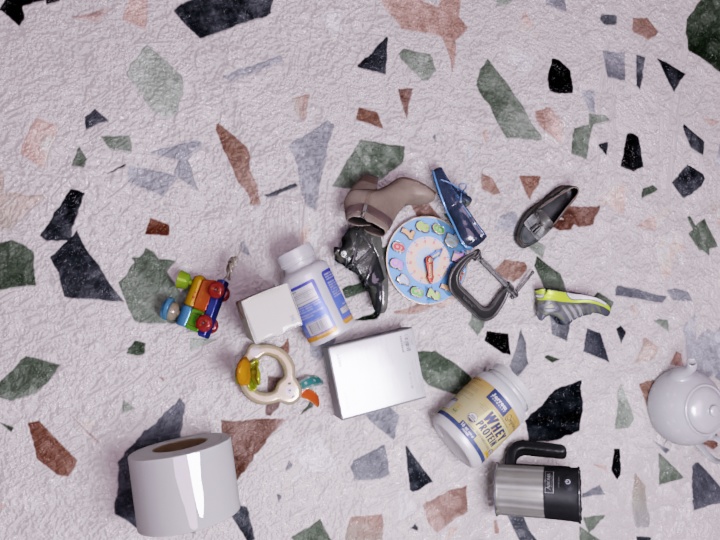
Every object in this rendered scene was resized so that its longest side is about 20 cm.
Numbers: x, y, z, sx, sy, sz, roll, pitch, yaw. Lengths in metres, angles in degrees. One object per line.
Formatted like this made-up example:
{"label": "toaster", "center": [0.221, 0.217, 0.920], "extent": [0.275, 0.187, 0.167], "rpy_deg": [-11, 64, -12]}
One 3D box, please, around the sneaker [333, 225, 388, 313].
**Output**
{"label": "sneaker", "center": [0.000, 0.000, 1.501], "extent": [0.112, 0.076, 0.204], "rpy_deg": [-10, 86, -13]}

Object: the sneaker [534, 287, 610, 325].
{"label": "sneaker", "center": [0.504, 0.093, 1.637], "extent": [0.196, 0.074, 0.083], "rpy_deg": [9, 93, -8]}

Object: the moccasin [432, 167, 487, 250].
{"label": "moccasin", "center": [0.226, -0.147, 1.559], "extent": [0.067, 0.080, 0.203], "rpy_deg": [-25, 84, 9]}

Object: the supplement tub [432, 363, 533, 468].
{"label": "supplement tub", "center": [0.273, 0.318, 1.515], "extent": [0.199, 0.144, 0.145], "rpy_deg": [-40, 96, -14]}

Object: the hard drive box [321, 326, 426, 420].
{"label": "hard drive box", "center": [0.029, 0.221, 1.491], "extent": [0.196, 0.077, 0.159], "rpy_deg": [-11, 89, -16]}

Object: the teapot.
{"label": "teapot", "center": [0.811, 0.338, 1.656], "extent": [0.197, 0.146, 0.201], "rpy_deg": [24, 81, -13]}

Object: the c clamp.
{"label": "c clamp", "center": [0.294, 0.023, 1.584], "extent": [0.199, 0.027, 0.173], "rpy_deg": [34, 87, -26]}

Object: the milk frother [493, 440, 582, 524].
{"label": "milk frother", "center": [0.407, 0.510, 1.551], "extent": [0.184, 0.181, 0.204], "rpy_deg": [-1, 119, 19]}

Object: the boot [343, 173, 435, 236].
{"label": "boot", "center": [0.061, -0.137, 1.500], "extent": [0.196, 0.071, 0.148], "rpy_deg": [11, 52, 3]}

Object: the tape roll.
{"label": "tape roll", "center": [-0.339, 0.407, 1.318], "extent": [0.198, 0.202, 0.142], "rpy_deg": [-9, 89, -15]}

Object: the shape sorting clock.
{"label": "shape sorting clock", "center": [0.153, -0.023, 1.560], "extent": [0.195, 0.039, 0.205], "rpy_deg": [1, 86, -15]}

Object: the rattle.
{"label": "rattle", "center": [-0.159, 0.227, 1.414], "extent": [0.198, 0.143, 0.132], "rpy_deg": [31, 61, -5]}

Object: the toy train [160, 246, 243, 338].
{"label": "toy train", "center": [-0.329, 0.028, 1.413], "extent": [0.114, 0.085, 0.204], "rpy_deg": [19, 82, 1]}

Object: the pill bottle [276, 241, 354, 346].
{"label": "pill bottle", "center": [-0.101, 0.047, 1.451], "extent": [0.111, 0.112, 0.203], "rpy_deg": [-26, 93, -15]}

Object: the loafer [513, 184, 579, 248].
{"label": "loafer", "center": [0.445, -0.136, 1.632], "extent": [0.072, 0.063, 0.200], "rpy_deg": [46, 77, -7]}

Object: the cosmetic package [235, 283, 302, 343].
{"label": "cosmetic package", "center": [-0.189, 0.085, 1.378], "extent": [0.102, 0.200, 0.089], "rpy_deg": [-21, 93, -15]}
